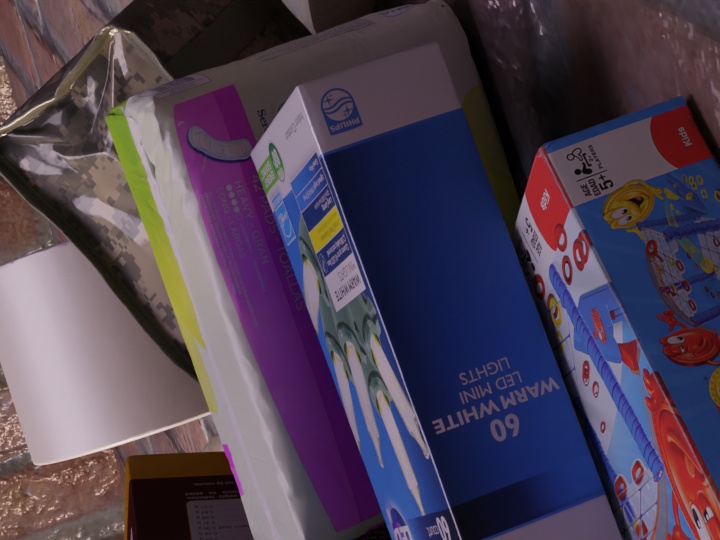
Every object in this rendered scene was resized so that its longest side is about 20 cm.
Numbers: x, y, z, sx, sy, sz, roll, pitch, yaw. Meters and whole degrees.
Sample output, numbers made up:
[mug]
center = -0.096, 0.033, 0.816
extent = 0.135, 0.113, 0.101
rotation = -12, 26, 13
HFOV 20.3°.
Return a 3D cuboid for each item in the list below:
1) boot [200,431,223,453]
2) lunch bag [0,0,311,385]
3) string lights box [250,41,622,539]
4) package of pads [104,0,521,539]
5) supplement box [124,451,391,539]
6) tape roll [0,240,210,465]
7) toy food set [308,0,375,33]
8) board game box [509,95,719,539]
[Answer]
[boot]
center = 0.012, 0.126, 1.032
extent = 0.199, 0.073, 0.156
rotation = 35, 146, 2
[lunch bag]
center = -0.056, -0.040, 0.963
extent = 0.200, 0.117, 0.164
rotation = 49, -153, -8
[string lights box]
center = 0.027, 0.030, 0.738
extent = 0.103, 0.059, 0.202
rotation = 138, 112, -74
[package of pads]
center = 0.000, 0.000, 0.848
extent = 0.068, 0.154, 0.202
rotation = -10, 101, 64
[supplement box]
center = 0.000, 0.188, 0.886
extent = 0.200, 0.195, 0.134
rotation = -109, 20, -59
[tape roll]
center = -0.154, 0.039, 1.403
extent = 0.203, 0.201, 0.140
rotation = 164, 87, -76
[toy food set]
center = -0.055, -0.215, 0.975
extent = 0.200, 0.060, 0.144
rotation = -127, 23, -52
[board game box]
center = 0.112, 0.077, 0.710
extent = 0.200, 0.055, 0.197
rotation = 99, 150, -62
